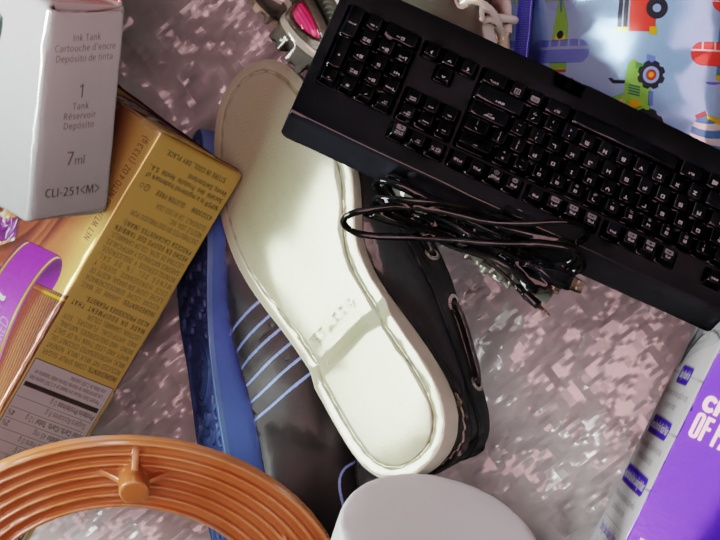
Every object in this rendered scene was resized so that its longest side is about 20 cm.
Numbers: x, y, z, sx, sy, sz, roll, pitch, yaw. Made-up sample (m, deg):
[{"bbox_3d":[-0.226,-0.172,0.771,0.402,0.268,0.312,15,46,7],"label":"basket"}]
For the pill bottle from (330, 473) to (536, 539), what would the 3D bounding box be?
[{"bbox_3d":[0.009,0.186,1.034,0.113,0.113,0.200,21,122,9],"label":"pill bottle"}]

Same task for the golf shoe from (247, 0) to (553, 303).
[{"bbox_3d":[0.033,-0.078,1.046,0.088,0.077,0.200,-41,67,14],"label":"golf shoe"}]

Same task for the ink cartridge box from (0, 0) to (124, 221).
[{"bbox_3d":[-0.170,-0.134,1.074,0.200,0.043,0.174,27,117,46],"label":"ink cartridge box"}]

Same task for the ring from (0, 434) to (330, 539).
[{"bbox_3d":[-0.103,0.155,1.080,0.200,0.019,0.201,-3,125,-4],"label":"ring"}]

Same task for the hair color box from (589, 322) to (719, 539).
[{"bbox_3d":[0.138,0.110,1.062,0.065,0.109,0.200,25,91,1],"label":"hair color box"}]

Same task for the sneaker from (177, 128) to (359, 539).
[{"bbox_3d":[-0.035,0.033,1.120,0.078,0.070,0.201,-3,78,-18],"label":"sneaker"}]

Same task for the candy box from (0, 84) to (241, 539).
[{"bbox_3d":[-0.149,0.012,1.105,0.117,0.056,0.200,36,96,45],"label":"candy box"}]

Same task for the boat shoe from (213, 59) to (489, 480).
[{"bbox_3d":[0.002,-0.001,1.074,0.074,0.066,0.200,-43,63,26],"label":"boat shoe"}]

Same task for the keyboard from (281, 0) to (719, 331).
[{"bbox_3d":[0.071,-0.040,0.991,0.200,0.040,0.104,24,66,-3],"label":"keyboard"}]

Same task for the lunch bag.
[{"bbox_3d":[0.073,-0.097,1.108,0.199,0.094,0.151,3,89,21],"label":"lunch bag"}]
